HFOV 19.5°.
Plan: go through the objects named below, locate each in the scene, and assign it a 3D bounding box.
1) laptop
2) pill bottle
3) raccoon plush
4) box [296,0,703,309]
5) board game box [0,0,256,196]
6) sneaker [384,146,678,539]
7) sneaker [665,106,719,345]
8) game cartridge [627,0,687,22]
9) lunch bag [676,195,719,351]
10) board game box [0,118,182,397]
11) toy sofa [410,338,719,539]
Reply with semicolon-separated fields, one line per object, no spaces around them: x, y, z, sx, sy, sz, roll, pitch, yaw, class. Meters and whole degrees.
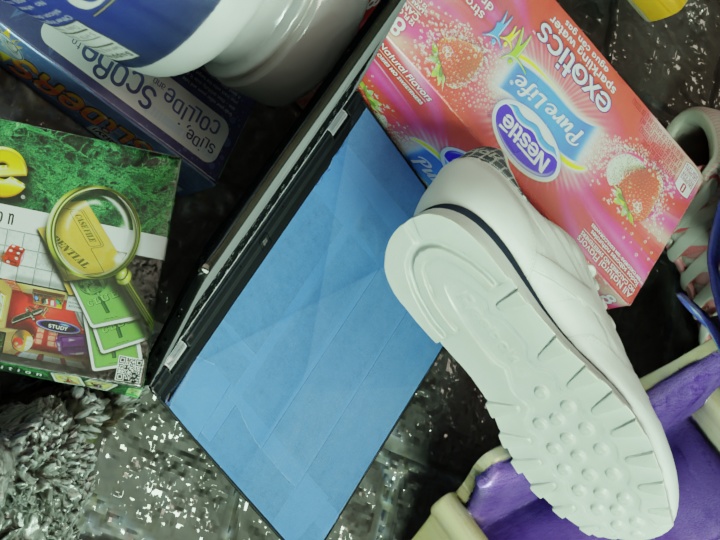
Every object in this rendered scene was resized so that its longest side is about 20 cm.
0.000;0.000;0.934;0.116;0.200;0.188;33;62;-1;laptop
-0.096;-0.153;0.892;0.199;0.119;0.121;26;67;-32;pill bottle
-0.129;0.122;0.889;0.199;0.096;0.135;-28;106;-36;raccoon plush
0.064;-0.074;1.053;0.200;0.099;0.096;47;59;-21;box
-0.123;-0.146;0.969;0.200;0.034;0.136;37;63;-25;board game box
0.094;0.036;0.968;0.201;0.076;0.081;57;37;-17;sneaker
0.197;0.002;1.150;0.104;0.075;0.202;22;62;-36;sneaker
0.141;-0.266;1.142;0.200;0.032;0.177;45;59;-23;game cartridge
0.252;0.036;1.048;0.170;0.127;0.201;47;39;-21;lunch bag
-0.180;-0.017;0.869;0.198;0.023;0.106;11;71;-11;board game box
0.126;0.118;1.051;0.199;0.098;0.083;-22;68;-37;toy sofa
